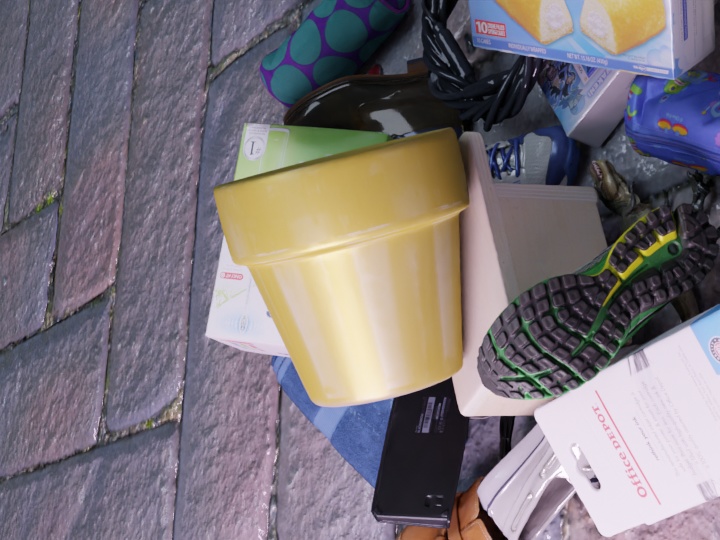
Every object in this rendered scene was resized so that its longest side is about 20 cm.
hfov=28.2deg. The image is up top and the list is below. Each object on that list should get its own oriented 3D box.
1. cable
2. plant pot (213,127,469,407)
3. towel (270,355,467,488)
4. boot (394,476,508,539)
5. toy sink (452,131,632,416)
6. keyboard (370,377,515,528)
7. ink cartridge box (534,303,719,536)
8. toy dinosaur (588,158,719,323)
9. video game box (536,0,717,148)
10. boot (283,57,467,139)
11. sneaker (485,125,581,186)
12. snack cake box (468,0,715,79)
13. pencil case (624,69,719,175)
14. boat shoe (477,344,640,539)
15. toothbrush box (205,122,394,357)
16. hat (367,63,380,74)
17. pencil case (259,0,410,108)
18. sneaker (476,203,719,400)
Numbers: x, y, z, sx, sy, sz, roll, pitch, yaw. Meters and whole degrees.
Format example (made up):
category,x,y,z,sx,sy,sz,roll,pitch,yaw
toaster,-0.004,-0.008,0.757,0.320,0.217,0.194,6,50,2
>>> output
category,x,y,z,sx,sy,sz,roll,pitch,yaw
cable,0.119,-0.220,1.321,0.200,0.050,0.165,41,117,50
plant pot,0.000,0.000,1.148,0.200,0.199,0.191,-5,101,54
towel,0.000,0.123,1.336,0.200,0.048,0.112,45,119,20
boot,0.081,0.287,1.211,0.155,0.073,0.201,-44,46,31
toy sink,0.135,0.002,1.187,0.131,0.111,0.202,118,147,-53
keyboard,0.085,0.130,1.249,0.126,0.021,0.202,-1,56,23
ink cartridge box,0.233,0.102,1.025,0.199,0.066,0.117,-34,84,44
toy dinosaur,0.246,-0.023,1.129,0.088,0.047,0.201,-49,45,37
video game box,0.220,-0.241,1.251,0.201,0.046,0.183,-53,36,29
boot,0.018,-0.143,1.431,0.198,0.075,0.098,-16,69,18
sneaker,0.111,-0.081,1.306,0.199,0.088,0.076,-29,52,45
snack cake box,0.179,-0.230,1.137,0.199,0.067,0.116,17,130,40
pencil case,0.279,-0.104,1.075,0.200,0.086,0.079,32,136,56
boat shoe,0.171,0.145,1.142,0.200,0.072,0.066,-49,55,25
toothbrush box,-0.044,-0.023,1.301,0.144,0.086,0.203,7,81,20
hat,0.001,-0.081,1.527,0.165,0.175,0.202,36,145,56
pencil case,-0.029,-0.262,1.588,0.200,0.085,0.093,-42,61,38
sneaker,0.174,0.032,1.054,0.199,0.085,0.078,-32,80,-5
